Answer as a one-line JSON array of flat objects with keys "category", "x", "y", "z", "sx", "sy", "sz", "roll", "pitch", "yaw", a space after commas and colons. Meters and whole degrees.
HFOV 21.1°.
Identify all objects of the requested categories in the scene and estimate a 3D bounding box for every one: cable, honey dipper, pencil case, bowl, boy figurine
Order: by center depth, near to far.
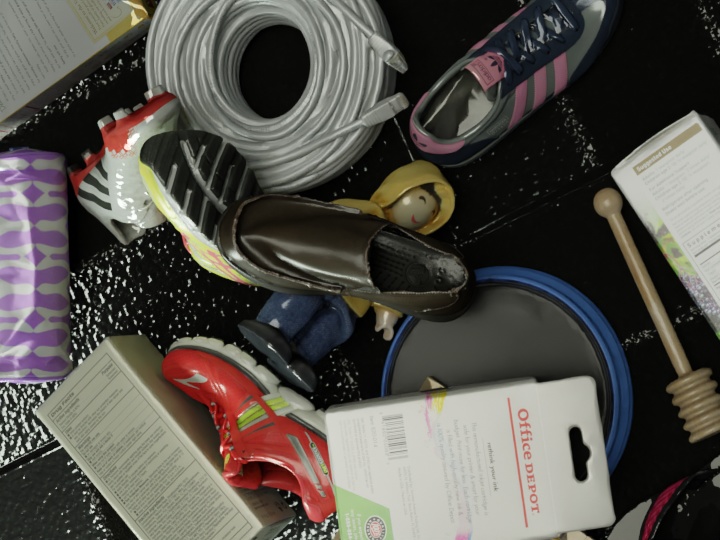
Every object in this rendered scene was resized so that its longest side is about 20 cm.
[{"category": "honey dipper", "x": 0.223, "y": 0.030, "z": 1.447, "sx": 0.038, "sy": 0.038, "sz": 0.202, "roll": -25, "pitch": 78, "yaw": 16}, {"category": "bowl", "x": 0.108, "y": 0.098, "z": 1.479, "sx": 0.199, "sy": 0.039, "sz": 0.203, "roll": 0, "pitch": 90, "yaw": 18}, {"category": "boy figurine", "x": 0.000, "y": 0.000, "z": 1.482, "sx": 0.200, "sy": 0.125, "sz": 0.064, "roll": -46, "pitch": 31, "yaw": -14}, {"category": "cable", "x": -0.069, "y": -0.160, "z": 1.522, "sx": 0.199, "sy": 0.069, "sz": 0.201, "roll": -35, "pitch": 79, "yaw": 16}, {"category": "pencil case", "x": -0.279, "y": -0.004, "z": 1.581, "sx": 0.085, "sy": 0.084, "sz": 0.202, "roll": -2, "pitch": 88, "yaw": -14}]

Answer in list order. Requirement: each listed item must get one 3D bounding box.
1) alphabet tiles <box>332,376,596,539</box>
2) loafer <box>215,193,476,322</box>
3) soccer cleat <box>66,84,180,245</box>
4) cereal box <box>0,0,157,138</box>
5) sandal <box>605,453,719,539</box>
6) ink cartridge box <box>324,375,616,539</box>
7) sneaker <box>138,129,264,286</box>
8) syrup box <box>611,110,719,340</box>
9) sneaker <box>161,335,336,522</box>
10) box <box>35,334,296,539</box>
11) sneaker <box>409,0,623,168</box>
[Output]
[{"category": "alphabet tiles", "x": 0.092, "y": 0.204, "z": 1.461, "sx": 0.199, "sy": 0.008, "sz": 0.168, "roll": 33, "pitch": 100, "yaw": 15}, {"category": "loafer", "x": -0.006, "y": -0.017, "z": 1.407, "sx": 0.198, "sy": 0.071, "sz": 0.074, "roll": 11, "pitch": 76, "yaw": -7}, {"category": "soccer cleat", "x": -0.172, "y": -0.080, "z": 1.512, "sx": 0.068, "sy": 0.200, "sz": 0.086, "roll": -35, "pitch": 90, "yaw": -30}, {"category": "cereal box", "x": -0.278, "y": -0.214, "z": 1.605, "sx": 0.199, "sy": 0.039, "sz": 0.145, "roll": -32, "pitch": 80, "yaw": 16}, {"category": "sandal", "x": 0.248, "y": 0.184, "z": 1.430, "sx": 0.200, "sy": 0.045, "sz": 0.075, "roll": -44, "pitch": 78, "yaw": 13}, {"category": "ink cartridge box", "x": 0.080, "y": 0.143, "z": 1.413, "sx": 0.198, "sy": 0.067, "sz": 0.118, "roll": -8, "pitch": 88, "yaw": 4}, {"category": "sneaker", "x": -0.113, "y": -0.037, "z": 1.482, "sx": 0.090, "sy": 0.200, "sz": 0.079, "roll": -3, "pitch": 58, "yaw": 38}, {"category": "syrup box", "x": 0.272, "y": -0.012, "z": 1.405, "sx": 0.081, "sy": 0.079, "sz": 0.201, "roll": -36, "pitch": 80, "yaw": 15}, {"category": "sneaker", "x": -0.087, "y": 0.122, "z": 1.494, "sx": 0.199, "sy": 0.077, "sz": 0.085, "roll": 31, "pitch": 68, "yaw": 25}, {"category": "box", "x": -0.156, "y": 0.154, "z": 1.545, "sx": 0.095, "sy": 0.078, "sz": 0.200, "roll": -43, "pitch": 78, "yaw": 14}, {"category": "sneaker", "x": 0.117, "y": -0.155, "z": 1.453, "sx": 0.200, "sy": 0.082, "sz": 0.070, "roll": -46, "pitch": 75, "yaw": 9}]
